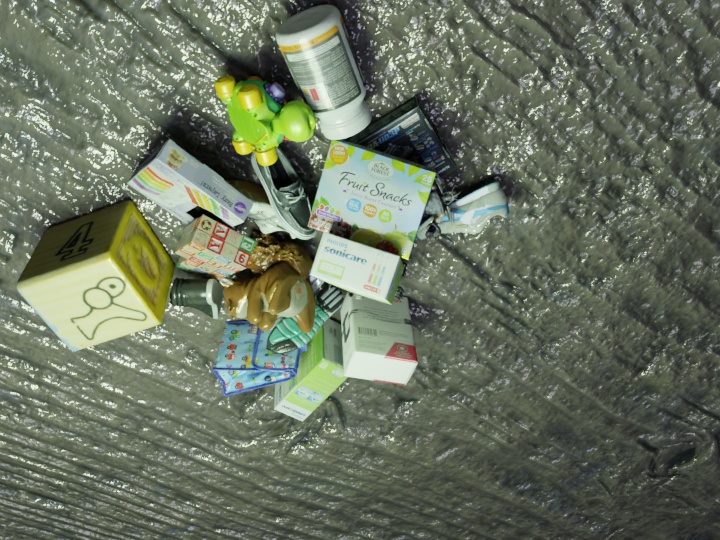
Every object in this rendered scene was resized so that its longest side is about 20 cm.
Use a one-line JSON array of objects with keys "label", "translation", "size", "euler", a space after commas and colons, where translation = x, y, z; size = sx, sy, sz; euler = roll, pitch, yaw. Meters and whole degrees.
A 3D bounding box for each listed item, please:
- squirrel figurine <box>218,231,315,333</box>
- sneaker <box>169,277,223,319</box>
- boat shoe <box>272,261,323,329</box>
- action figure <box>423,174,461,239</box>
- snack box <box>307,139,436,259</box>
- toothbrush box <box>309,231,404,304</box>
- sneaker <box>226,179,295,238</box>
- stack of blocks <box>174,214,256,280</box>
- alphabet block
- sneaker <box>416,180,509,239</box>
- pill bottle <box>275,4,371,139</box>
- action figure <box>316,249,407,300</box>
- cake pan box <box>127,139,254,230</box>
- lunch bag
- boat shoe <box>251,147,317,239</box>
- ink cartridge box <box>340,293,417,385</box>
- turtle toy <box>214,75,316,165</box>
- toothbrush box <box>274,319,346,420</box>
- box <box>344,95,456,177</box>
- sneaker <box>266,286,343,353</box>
[{"label": "squirrel figurine", "translation": [-0.199, 0.025, 1.366], "size": [0.185, 0.202, 0.141], "euler": [0, 166, 32]}, {"label": "sneaker", "translation": [-0.350, 0.056, 1.388], "size": [0.098, 0.071, 0.200], "euler": [5, 164, -3]}, {"label": "boat shoe", "translation": [-0.161, 0.051, 1.437], "size": [0.066, 0.072, 0.200], "euler": [38, 116, -25]}, {"label": "action figure", "translation": [0.104, -0.113, 1.266], "size": [0.199, 0.069, 0.131], "euler": [-21, 101, 8]}, {"label": "snack box", "translation": [0.022, -0.133, 1.199], "size": [0.198, 0.068, 0.170], "euler": [19, 104, 2]}, {"label": "toothbrush box", "translation": [0.000, 0.000, 1.237], "size": [0.144, 0.200, 0.087], "euler": [18, 86, 7]}, {"label": "sneaker", "translation": [-0.200, -0.114, 1.298], "size": [0.198, 0.076, 0.088], "euler": [16, 125, -17]}, {"label": "stack of blocks", "translation": [-0.302, -0.039, 1.290], "size": [0.115, 0.059, 0.200], "euler": [27, 158, -24]}, {"label": "alphabet block", "translation": [-0.513, 0.010, 1.291], "size": [0.198, 0.197, 0.196], "euler": [-17, 130, 8]}, {"label": "sneaker", "translation": [0.206, -0.106, 1.330], "size": [0.199, 0.077, 0.081], "euler": [-26, 96, 16]}, {"label": "pill bottle", "translation": [-0.056, -0.334, 1.111], "size": [0.115, 0.117, 0.201], "euler": [-18, 127, 9]}, {"label": "action figure", "translation": [0.004, -0.001, 1.385], "size": [0.198, 0.102, 0.120], "euler": [12, 92, -18]}, {"label": "cake pan box", "translation": [-0.316, -0.144, 1.217], "size": [0.200, 0.053, 0.184], "euler": [37, 155, -27]}, {"label": "lunch bag", "translation": [-0.215, 0.189, 1.475], "size": [0.198, 0.151, 0.095], "euler": [-8, 129, 9]}, {"label": "boat shoe", "translation": [-0.136, -0.150, 1.234], "size": [0.071, 0.068, 0.201], "euler": [-32, 102, -24]}, {"label": "ink cartridge box", "translation": [0.037, 0.143, 1.445], "size": [0.144, 0.201, 0.085], "euler": [11, 130, -14]}, {"label": "turtle toy", "translation": [-0.160, -0.268, 1.131], "size": [0.101, 0.199, 0.147], "euler": [-35, 134, -27]}, {"label": "toothbrush box", "translation": [-0.113, 0.229, 1.523], "size": [0.086, 0.146, 0.200], "euler": [28, 122, -24]}, {"label": "box", "translation": [0.063, -0.216, 1.261], "size": [0.199, 0.046, 0.159], "euler": [-29, 126, 17]}, {"label": "sneaker", "translation": [-0.118, 0.120, 1.439], "size": [0.199, 0.075, 0.088], "euler": [-37, 169, -13]}]
